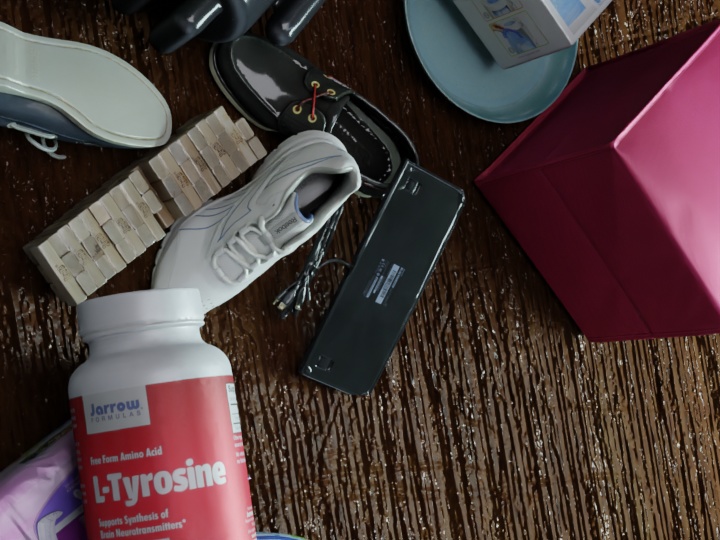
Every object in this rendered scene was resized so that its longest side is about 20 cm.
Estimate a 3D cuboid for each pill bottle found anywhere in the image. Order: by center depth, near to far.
[{"bbox_3d":[-0.136,0.116,0.916,0.112,0.112,0.200,-6,83,-32],"label":"pill bottle"}]

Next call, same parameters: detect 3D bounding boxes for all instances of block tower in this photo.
[{"bbox_3d":[-0.166,-0.052,1.036,0.200,0.058,0.054,-42,107,-30],"label":"block tower"}]

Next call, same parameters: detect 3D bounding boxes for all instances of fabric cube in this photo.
[{"bbox_3d":[0.265,-0.074,1.226,0.196,0.200,0.199,-46,107,-26],"label":"fabric cube"}]

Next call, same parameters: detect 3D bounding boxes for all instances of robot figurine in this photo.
[{"bbox_3d":[-0.104,-0.260,1.052,0.200,0.125,0.150,-52,147,-25],"label":"robot figurine"}]

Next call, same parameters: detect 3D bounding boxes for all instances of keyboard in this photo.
[{"bbox_3d":[0.000,0.000,1.121,0.127,0.021,0.200,26,90,-33],"label":"keyboard"}]

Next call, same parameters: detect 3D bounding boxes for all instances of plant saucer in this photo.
[{"bbox_3d":[0.117,-0.233,1.249,0.200,0.027,0.200,4,83,-33],"label":"plant saucer"}]

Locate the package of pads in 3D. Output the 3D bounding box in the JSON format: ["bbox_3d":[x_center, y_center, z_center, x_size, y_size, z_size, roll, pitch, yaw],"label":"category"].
[{"bbox_3d":[-0.188,0.167,0.987,0.200,0.076,0.121,-39,101,-30],"label":"package of pads"}]

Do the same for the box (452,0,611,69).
[{"bbox_3d":[0.128,-0.296,1.186,0.200,0.101,0.113,50,63,-18],"label":"box"}]

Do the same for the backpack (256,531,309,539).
[{"bbox_3d":[-0.071,0.272,1.023,0.200,0.154,0.163,25,92,-15],"label":"backpack"}]

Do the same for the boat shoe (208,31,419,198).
[{"bbox_3d":[-0.035,-0.134,1.124,0.201,0.063,0.074,37,70,-22],"label":"boat shoe"}]

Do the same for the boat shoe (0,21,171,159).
[{"bbox_3d":[-0.234,-0.127,0.994,0.200,0.062,0.075,11,63,-40],"label":"boat shoe"}]

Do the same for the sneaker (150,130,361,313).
[{"bbox_3d":[-0.083,-0.034,1.052,0.200,0.087,0.075,-44,113,-5],"label":"sneaker"}]
